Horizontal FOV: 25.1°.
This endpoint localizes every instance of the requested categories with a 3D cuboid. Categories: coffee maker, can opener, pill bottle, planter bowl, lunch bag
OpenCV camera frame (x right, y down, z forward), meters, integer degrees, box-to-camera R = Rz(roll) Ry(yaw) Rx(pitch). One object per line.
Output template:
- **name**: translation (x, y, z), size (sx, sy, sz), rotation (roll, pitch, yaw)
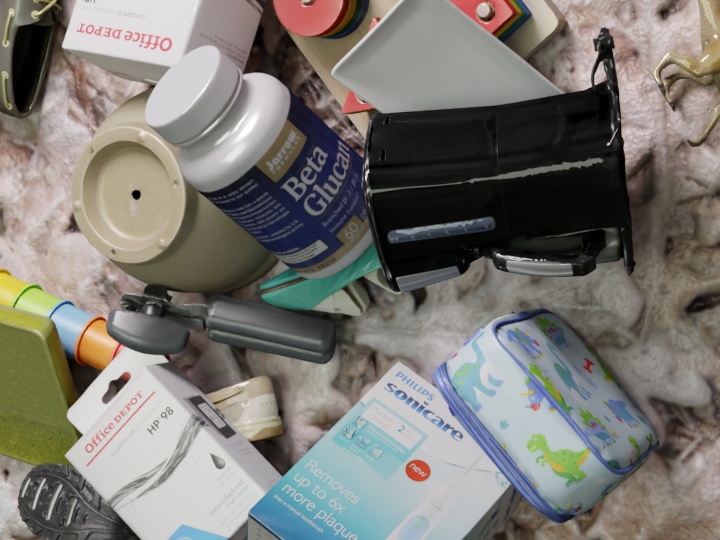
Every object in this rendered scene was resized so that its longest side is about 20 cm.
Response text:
- **coffee maker**: translation (0.105, -0.083, 1.253), size (0.200, 0.135, 0.192), rotation (-6, 103, 9)
- **can opener**: translation (-0.122, 0.055, 1.432), size (0.200, 0.053, 0.066), rotation (8, 67, 3)
- **pill bottle**: translation (-0.077, -0.090, 1.322), size (0.111, 0.111, 0.200), rotation (-31, 126, 26)
- **planter bowl**: translation (-0.169, -0.071, 1.431), size (0.200, 0.135, 0.200), rotation (4, 98, 26)
- **lunch bag**: translation (0.146, 0.107, 1.258), size (0.082, 0.200, 0.161), rotation (-43, 79, 17)

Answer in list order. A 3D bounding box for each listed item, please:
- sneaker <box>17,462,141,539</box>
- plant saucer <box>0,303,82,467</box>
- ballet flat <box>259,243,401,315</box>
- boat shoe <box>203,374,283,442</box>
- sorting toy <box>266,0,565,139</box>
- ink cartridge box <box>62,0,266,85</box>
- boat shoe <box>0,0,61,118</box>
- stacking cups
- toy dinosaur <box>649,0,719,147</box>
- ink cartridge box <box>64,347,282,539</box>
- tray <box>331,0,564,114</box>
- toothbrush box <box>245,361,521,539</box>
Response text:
- **sneaker**: translation (-0.236, 0.238, 1.532), size (0.200, 0.079, 0.074), rotation (15, 78, 20)
- **plant saucer**: translation (-0.347, 0.096, 1.553), size (0.200, 0.048, 0.200), rotation (14, 135, 25)
- **ballet flat**: translation (0.000, 0.000, 1.396), size (0.200, 0.067, 0.070), rotation (-31, 97, 29)
- **boat shoe**: translation (-0.168, 0.136, 1.494), size (0.200, 0.072, 0.065), rotation (-10, 88, 21)
- **sorting toy**: translation (0.030, -0.218, 1.348), size (0.199, 0.070, 0.200), rotation (-41, 78, 25)
- **ink cartridge box**: translation (-0.153, -0.261, 1.385), size (0.145, 0.084, 0.200), rotation (14, 86, 35)
- **boat shoe**: translation (-0.312, -0.240, 1.519), size (0.060, 0.072, 0.202), rotation (29, 115, 19)
- **stacking cups**: translation (-0.272, 0.055, 1.545), size (0.200, 0.061, 0.061), rotation (19, 105, 20)
- **toy dinosaur**: translation (0.277, -0.162, 1.249), size (0.101, 0.058, 0.200), rotation (-28, 91, 12)
- **ink cartridge box**: translation (-0.175, 0.163, 1.427), size (0.200, 0.067, 0.116), rotation (45, 102, 10)
- **tray**: translation (0.083, -0.143, 1.296), size (0.200, 0.022, 0.107), rotation (34, 116, -28)
- **toothbrush box**: translation (0.024, 0.196, 1.328), size (0.146, 0.200, 0.085), rotation (36, 145, 19)
